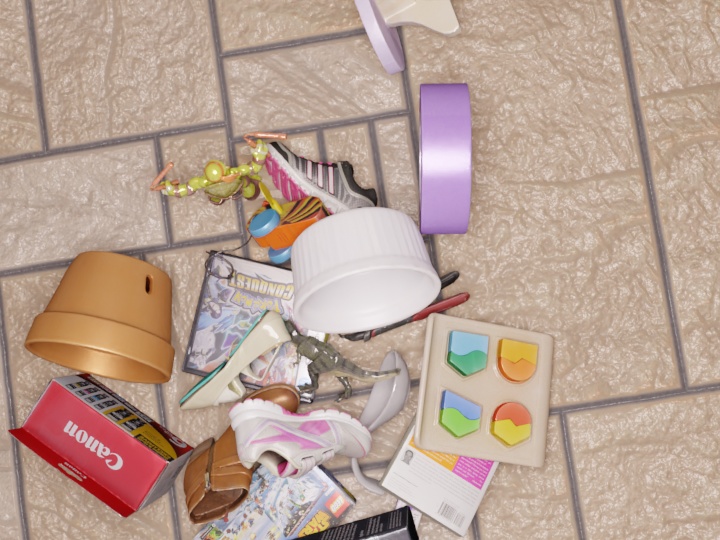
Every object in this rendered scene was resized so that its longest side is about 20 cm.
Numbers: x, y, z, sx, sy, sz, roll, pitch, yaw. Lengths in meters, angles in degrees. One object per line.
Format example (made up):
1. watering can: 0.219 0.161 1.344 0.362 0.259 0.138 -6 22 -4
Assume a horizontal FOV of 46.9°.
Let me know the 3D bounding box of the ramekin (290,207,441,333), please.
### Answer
1. ramekin: 0.000 0.000 1.107 0.198 0.201 0.099 -14 65 2

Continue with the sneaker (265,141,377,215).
1. sneaker: -0.054 -0.129 1.200 0.199 0.074 0.087 39 67 18

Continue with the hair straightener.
1. hair straightener: 0.055 0.045 1.204 0.198 0.041 0.078 -24 71 7

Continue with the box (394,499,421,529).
1. box: 0.046 0.408 1.172 0.038 0.041 0.202 18 88 4

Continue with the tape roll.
1. tape roll: 0.112 -0.150 1.125 0.065 0.200 0.203 -1 86 3

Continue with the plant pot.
1. plant pot: -0.346 0.063 1.153 0.198 0.200 0.142 8 69 4

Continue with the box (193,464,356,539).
1. box: -0.121 0.354 1.185 0.137 0.040 0.200 44 89 6

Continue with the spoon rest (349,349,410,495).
1. spoon rest: 0.025 0.210 1.165 0.060 0.099 0.202 10 95 -12

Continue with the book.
1. book: 0.129 0.242 1.148 0.133 0.048 0.201 32 71 -1

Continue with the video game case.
1. video game case: -0.144 0.081 1.212 0.198 0.026 0.183 13 87 4

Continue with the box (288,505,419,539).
1. box: -0.002 0.444 1.093 0.194 0.124 0.202 -17 86 4

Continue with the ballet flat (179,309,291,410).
1. ballet flat: -0.171 0.142 1.157 0.069 0.069 0.200 45 103 5

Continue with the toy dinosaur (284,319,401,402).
1. toy dinosaur: -0.043 0.138 1.154 0.198 0.047 0.089 22 119 20

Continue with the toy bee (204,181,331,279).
1. toy bee: -0.124 -0.071 1.173 0.197 0.132 0.109 -1 41 13

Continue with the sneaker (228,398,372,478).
1. sneaker: -0.079 0.232 1.088 0.198 0.082 0.089 11 55 -18

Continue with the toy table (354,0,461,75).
1. toy table: 0.060 -0.393 1.170 0.116 0.184 0.202 -21 94 18

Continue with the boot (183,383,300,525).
1. boot: -0.157 0.252 1.132 0.200 0.155 0.074 -41 108 5

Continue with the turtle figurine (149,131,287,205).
1. turtle figurine: -0.181 -0.128 1.159 0.198 0.161 0.065 -23 84 2

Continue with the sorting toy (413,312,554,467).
1. sorting toy: 0.176 0.163 1.139 0.198 0.036 0.187 12 75 -13

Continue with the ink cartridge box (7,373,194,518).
1. ink cartridge box: -0.349 0.234 1.138 0.199 0.176 0.084 34 89 4
